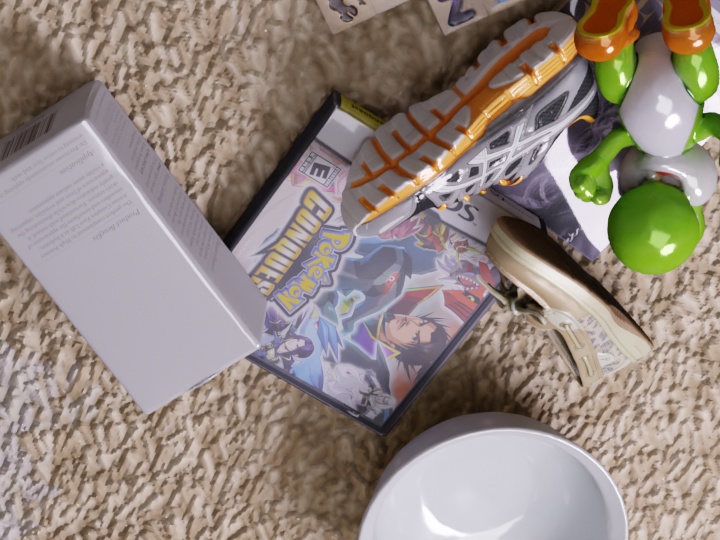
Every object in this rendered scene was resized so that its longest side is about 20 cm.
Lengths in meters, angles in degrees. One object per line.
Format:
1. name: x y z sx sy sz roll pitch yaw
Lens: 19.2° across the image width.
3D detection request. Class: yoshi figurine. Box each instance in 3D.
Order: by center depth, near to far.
1. yoshi figurine: 0.193 -0.077 1.387 0.112 0.112 0.201 -29 131 -19

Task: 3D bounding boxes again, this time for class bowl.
1. bowl: 0.089 0.177 1.557 0.200 0.091 0.202 -3 119 -6

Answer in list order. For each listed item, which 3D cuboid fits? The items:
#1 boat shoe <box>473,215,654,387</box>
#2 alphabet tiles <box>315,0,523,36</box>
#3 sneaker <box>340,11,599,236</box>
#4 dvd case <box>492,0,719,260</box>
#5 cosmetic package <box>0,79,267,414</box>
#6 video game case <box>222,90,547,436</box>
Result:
1. boat shoe: 0.135 0.028 1.459 0.063 0.073 0.200 -43 138 9
2. alphabet tiles: 0.050 -0.235 1.369 0.199 0.008 0.168 -23 116 9
3. sneaker: 0.076 -0.081 1.398 0.200 0.078 0.077 -36 125 1
4. dvd case: 0.170 -0.117 1.450 0.148 0.016 0.200 34 109 -22
5. cosmetic package: -0.158 -0.015 1.418 0.101 0.074 0.200 -29 113 16
6. video game case: 0.000 0.000 1.479 0.180 0.026 0.200 30 113 -18
